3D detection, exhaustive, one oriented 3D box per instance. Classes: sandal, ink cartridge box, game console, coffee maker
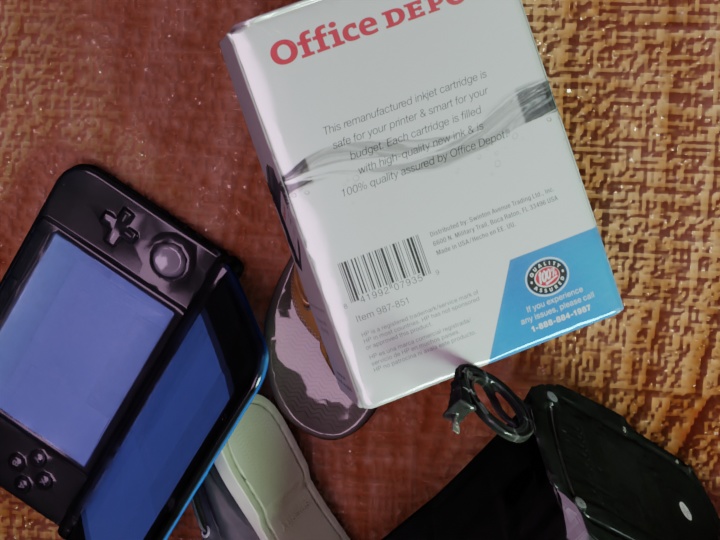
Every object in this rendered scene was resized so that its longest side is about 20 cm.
[{"bbox_3d":[0.000,0.000,1.008,0.082,0.055,0.200,26,104,5],"label":"sandal"},{"bbox_3d":[0.028,-0.050,0.943,0.145,0.084,0.201,-20,96,-7],"label":"ink cartridge box"},{"bbox_3d":[-0.152,0.070,1.024,0.170,0.118,0.200,33,106,4],"label":"game console"},{"bbox_3d":[0.063,0.160,0.968,0.192,0.135,0.200,41,115,-8],"label":"coffee maker"}]

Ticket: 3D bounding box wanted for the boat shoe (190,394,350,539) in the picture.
[{"bbox_3d":[-0.052,0.166,1.051,0.066,0.074,0.200,-13,108,43],"label":"boat shoe"}]
